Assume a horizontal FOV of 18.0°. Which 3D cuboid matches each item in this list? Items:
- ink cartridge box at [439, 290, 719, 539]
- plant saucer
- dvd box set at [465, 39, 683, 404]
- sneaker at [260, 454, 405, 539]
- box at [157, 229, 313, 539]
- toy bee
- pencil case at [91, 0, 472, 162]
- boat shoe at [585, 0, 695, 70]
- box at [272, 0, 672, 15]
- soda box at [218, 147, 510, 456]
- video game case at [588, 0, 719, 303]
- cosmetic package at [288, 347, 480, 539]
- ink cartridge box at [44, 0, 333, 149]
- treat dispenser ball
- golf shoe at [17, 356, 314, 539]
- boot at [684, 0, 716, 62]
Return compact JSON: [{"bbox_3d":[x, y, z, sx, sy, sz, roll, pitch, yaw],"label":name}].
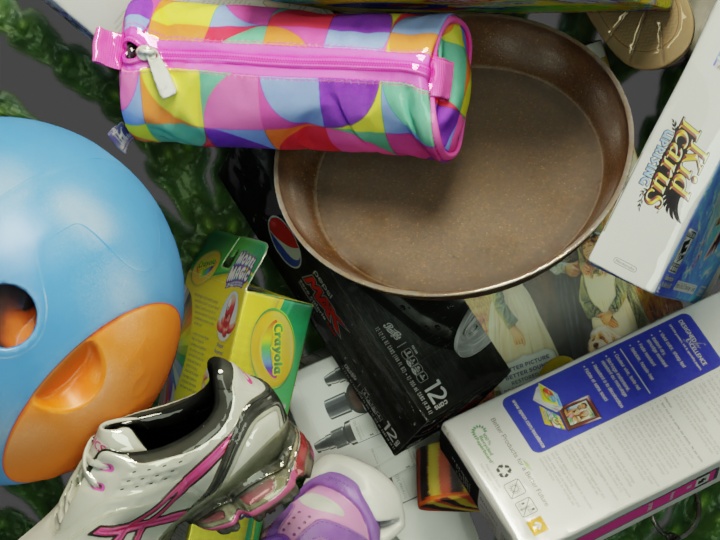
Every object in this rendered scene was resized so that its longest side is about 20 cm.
[{"bbox_3d":[0.153,0.088,1.281,0.199,0.037,0.095,-25,60,-13],"label":"ink cartridge box"},{"bbox_3d":[0.052,-0.058,1.248,0.199,0.201,0.035,-23,141,-7],"label":"plant saucer"},{"bbox_3d":[0.108,-0.023,1.382,0.145,0.029,0.202,-18,97,-8],"label":"dvd box set"},{"bbox_3d":[-0.029,0.209,1.316,0.080,0.088,0.202,17,118,29],"label":"sneaker"},{"bbox_3d":[-0.081,0.080,1.311,0.048,0.117,0.202,11,92,-22],"label":"box"},{"bbox_3d":[0.138,0.112,1.332,0.199,0.109,0.132,-17,82,-30],"label":"toy bee"},{"bbox_3d":[-0.039,-0.103,1.228,0.198,0.088,0.089,3,93,14],"label":"pencil case"},{"bbox_3d":[0.140,-0.205,1.360,0.072,0.065,0.201,-31,79,7],"label":"boat shoe"},{"bbox_3d":[0.059,-0.206,1.243,0.191,0.200,0.123,1,93,20],"label":"box"},{"bbox_3d":[0.000,0.000,1.308,0.063,0.071,0.201,-29,80,-24],"label":"soda box"},{"bbox_3d":[0.202,-0.072,1.272,0.045,0.200,0.182,26,95,15],"label":"video game case"},{"bbox_3d":[0.019,0.140,1.366,0.082,0.051,0.201,-22,97,-7],"label":"cosmetic package"},{"bbox_3d":[-0.101,-0.158,1.317,0.109,0.050,0.200,-52,130,-4],"label":"ink cartridge box"},{"bbox_3d":[-0.196,0.017,1.247,0.199,0.201,0.203,-1,93,-10],"label":"treat dispenser ball"},{"bbox_3d":[-0.128,0.117,1.208,0.199,0.073,0.092,-33,120,3],"label":"golf shoe"},{"bbox_3d":[0.240,-0.218,1.342,0.067,0.131,0.202,17,91,-10],"label":"boot"}]
